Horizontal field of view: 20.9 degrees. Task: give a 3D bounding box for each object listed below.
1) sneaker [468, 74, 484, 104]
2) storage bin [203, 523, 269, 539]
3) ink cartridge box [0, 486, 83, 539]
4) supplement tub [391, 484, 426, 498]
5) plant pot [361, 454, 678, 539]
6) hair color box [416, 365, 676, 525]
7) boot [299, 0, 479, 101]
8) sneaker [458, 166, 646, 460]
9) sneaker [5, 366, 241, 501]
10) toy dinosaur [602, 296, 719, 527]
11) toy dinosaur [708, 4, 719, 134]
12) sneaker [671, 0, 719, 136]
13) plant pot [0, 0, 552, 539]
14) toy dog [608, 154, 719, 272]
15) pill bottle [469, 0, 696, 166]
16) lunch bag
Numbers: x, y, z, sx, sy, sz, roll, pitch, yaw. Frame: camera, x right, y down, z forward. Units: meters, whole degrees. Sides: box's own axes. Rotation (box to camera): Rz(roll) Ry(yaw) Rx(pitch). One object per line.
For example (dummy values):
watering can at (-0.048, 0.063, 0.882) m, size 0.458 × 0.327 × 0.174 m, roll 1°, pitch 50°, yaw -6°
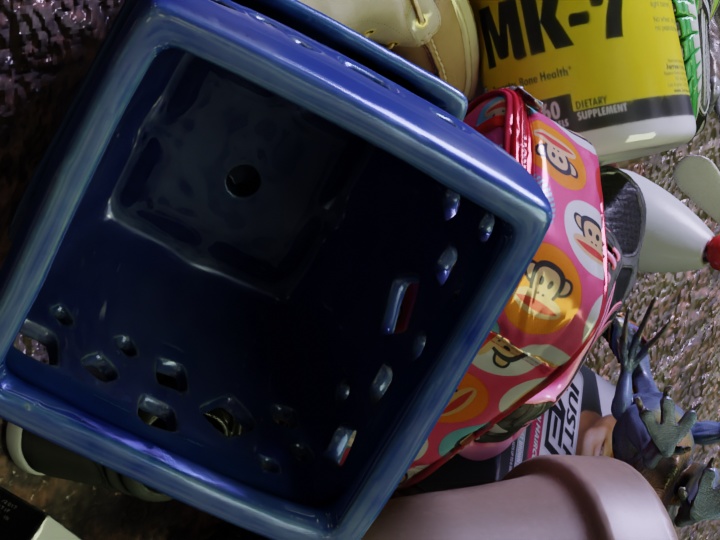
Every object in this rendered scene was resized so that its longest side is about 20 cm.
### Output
sneaker at (0.093, -0.036, 1.171) m, size 0.079 × 0.129 × 0.201 m, roll -10°, pitch 116°, yaw -50°
storage bin at (-0.031, 0.249, 1.153) m, size 0.093 × 0.135 × 0.201 m, roll -29°, pitch 129°, yaw -40°
ink cartridge box at (-0.146, 0.161, 0.997) m, size 0.039 × 0.099 × 0.200 m, roll -57°, pitch 143°, yaw -16°
supplement tub at (0.070, 0.162, 1.263) m, size 0.107 × 0.107 × 0.201 m, roll -37°, pitch 133°, yaw -34°
plant pot at (0.046, 0.186, 0.997) m, size 0.173 × 0.200 × 0.202 m, roll 8°, pitch 104°, yaw -20°
hair color box at (0.119, 0.113, 1.178) m, size 0.200 × 0.060 × 0.100 m, roll 33°, pitch 58°, yaw -45°
boot at (-0.019, -0.128, 1.031) m, size 0.156 × 0.072 × 0.201 m, roll -48°, pitch 137°, yaw -25°
sneaker at (0.113, 0.015, 1.070) m, size 0.079 × 0.095 × 0.201 m, roll 38°, pitch 60°, yaw -8°
sneaker at (-0.082, 0.051, 1.023) m, size 0.200 × 0.099 × 0.071 m, roll -42°, pitch 135°, yaw -32°
toy dinosaur at (0.156, 0.088, 1.120) m, size 0.105 × 0.181 × 0.200 m, roll 43°, pitch 86°, yaw -9°
toy dinosaur at (0.268, -0.193, 1.375) m, size 0.200 × 0.077 × 0.103 m, roll -42°, pitch 149°, yaw -37°
sneaker at (0.196, -0.174, 1.152) m, size 0.085 × 0.078 × 0.202 m, roll -9°, pitch 110°, yaw -27°
plant pot at (-0.053, -0.022, 0.893) m, size 0.199 × 0.180 × 0.201 m, roll 25°, pitch 110°, yaw -17°
toy dog at (0.213, -0.046, 1.294) m, size 0.132 × 0.198 × 0.097 m, roll 31°, pitch 64°, yaw -77°
pill bottle at (0.115, -0.159, 1.098) m, size 0.114 × 0.114 × 0.202 m, roll -10°, pitch 87°, yaw -49°
lunch bag at (0.042, 0.004, 1.016) m, size 0.082 × 0.200 × 0.177 m, roll 30°, pitch 40°, yaw -23°
